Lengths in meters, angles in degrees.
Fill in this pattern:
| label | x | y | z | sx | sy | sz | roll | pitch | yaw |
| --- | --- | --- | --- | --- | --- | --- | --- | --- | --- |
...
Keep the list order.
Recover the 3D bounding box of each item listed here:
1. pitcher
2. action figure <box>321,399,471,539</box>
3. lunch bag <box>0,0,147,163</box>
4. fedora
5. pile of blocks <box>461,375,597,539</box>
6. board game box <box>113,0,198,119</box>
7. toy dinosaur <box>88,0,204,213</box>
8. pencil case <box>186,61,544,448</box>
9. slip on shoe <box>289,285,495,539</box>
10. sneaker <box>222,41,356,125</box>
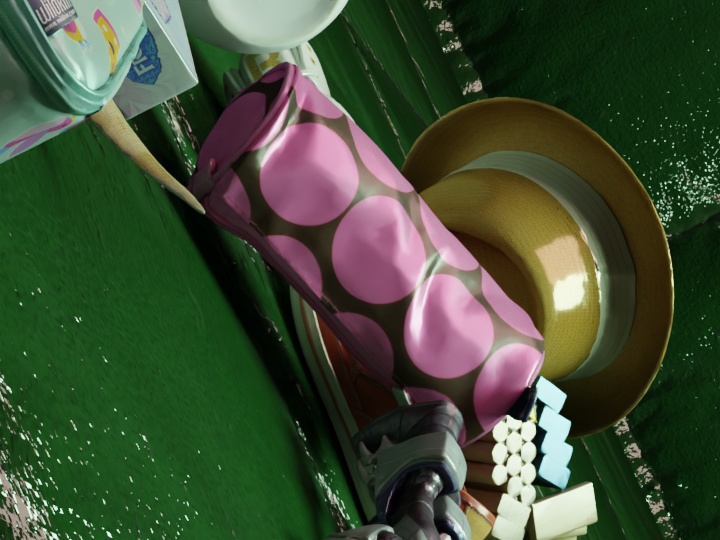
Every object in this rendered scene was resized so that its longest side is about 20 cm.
| label | x | y | z | sx | sy | sz | roll | pitch | yaw |
| --- | --- | --- | --- | --- | --- | --- | --- | --- | --- |
| pitcher | -0.083 | -0.213 | 1.484 | 0.172 | 0.121 | 0.200 | 54 | 2 | -32 |
| action figure | 0.028 | 0.146 | 1.226 | 0.200 | 0.069 | 0.131 | -94 | 165 | -61 |
| lunch bag | -0.138 | -0.119 | 0.890 | 0.161 | 0.077 | 0.200 | 63 | 7 | -11 |
| fedora | 0.074 | 0.004 | 1.507 | 0.082 | 0.200 | 0.202 | -14 | 76 | -47 |
| pile of blocks | 0.074 | 0.113 | 1.465 | 0.062 | 0.082 | 0.202 | 4 | -77 | 51 |
| board game box | -0.147 | -0.200 | 1.241 | 0.200 | 0.041 | 0.201 | 58 | 11 | -38 |
| toy dinosaur | -0.126 | -0.104 | 1.089 | 0.201 | 0.058 | 0.101 | 56 | 23 | -7 |
| pencil case | 0.000 | 0.000 | 1.319 | 0.200 | 0.094 | 0.091 | 46 | -26 | -14 |
| slip on shoe | 0.015 | 0.067 | 1.418 | 0.074 | 0.061 | 0.201 | 49 | 15 | -57 |
| sneaker | -0.045 | -0.082 | 1.487 | 0.200 | 0.073 | 0.116 | 74 | -8 | -72 |
